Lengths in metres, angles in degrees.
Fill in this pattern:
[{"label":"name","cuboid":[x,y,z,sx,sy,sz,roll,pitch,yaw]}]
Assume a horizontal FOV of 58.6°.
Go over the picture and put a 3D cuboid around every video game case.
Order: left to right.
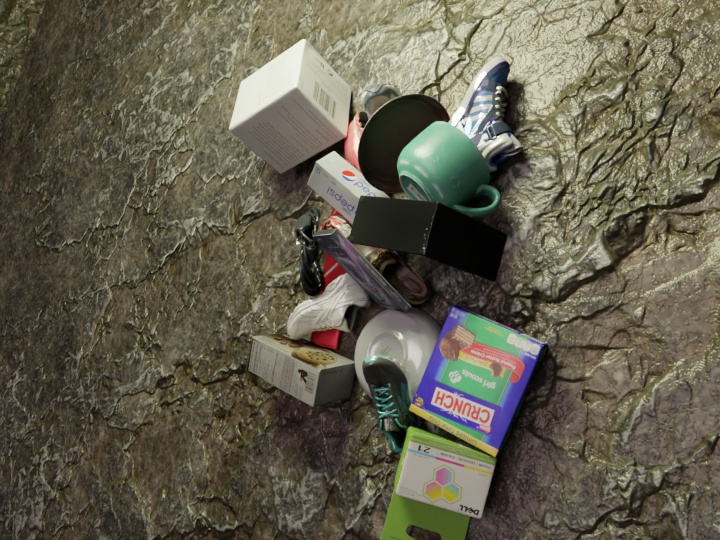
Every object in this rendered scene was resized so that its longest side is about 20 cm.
[{"label":"video game case","cuboid":[0.000,0.000,1.196,0.019,0.200,0.143,-46,14,-11]}]

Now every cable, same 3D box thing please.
[{"label":"cable","cuboid":[-0.100,-0.042,1.339,0.051,0.200,0.164,-7,114,1]}]

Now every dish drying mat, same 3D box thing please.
[{"label":"dish drying mat","cuboid":[-0.061,0.062,1.357,0.077,0.018,0.201,6,82,36]}]

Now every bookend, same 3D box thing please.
[{"label":"bookend","cuboid":[0.120,-0.059,1.165,0.200,0.198,0.092,13,87,48]}]

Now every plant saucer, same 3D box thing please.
[{"label":"plant saucer","cuboid":[0.081,-0.243,1.222,0.200,0.200,0.032,-51,40,15]}]

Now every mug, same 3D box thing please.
[{"label":"mug","cuboid":[0.149,-0.169,1.153,0.114,0.152,0.185,-41,39,-12]}]

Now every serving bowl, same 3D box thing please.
[{"label":"serving bowl","cuboid":[0.064,0.163,1.212,0.200,0.066,0.201,-9,75,34]}]

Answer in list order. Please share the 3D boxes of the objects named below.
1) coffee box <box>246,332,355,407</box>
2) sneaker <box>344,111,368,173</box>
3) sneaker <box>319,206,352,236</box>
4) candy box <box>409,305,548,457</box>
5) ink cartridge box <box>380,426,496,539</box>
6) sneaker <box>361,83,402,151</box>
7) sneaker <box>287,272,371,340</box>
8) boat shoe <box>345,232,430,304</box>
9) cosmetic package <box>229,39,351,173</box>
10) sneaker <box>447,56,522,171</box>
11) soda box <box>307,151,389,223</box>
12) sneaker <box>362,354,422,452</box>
[{"label":"coffee box","cuboid":[-0.122,0.196,1.303,0.200,0.113,0.080,19,103,38]},{"label":"sneaker","cuboid":[0.011,-0.233,1.357,0.087,0.074,0.201,-34,57,43]},{"label":"sneaker","cuboid":[-0.039,-0.109,1.322,0.067,0.108,0.202,-31,62,33]},{"label":"candy box","cuboid":[0.198,0.183,1.087,0.169,0.077,0.200,24,95,25]},{"label":"ink cartridge box","cuboid":[0.127,0.381,1.067,0.147,0.076,0.201,15,87,2]},{"label":"sneaker","cuboid":[0.057,-0.280,1.246,0.077,0.200,0.087,-15,64,10]},{"label":"sneaker","cuboid":[-0.064,0.093,1.300,0.200,0.078,0.100,-39,68,19]},{"label":"boat shoe","cuboid":[0.048,-0.010,1.213,0.200,0.072,0.072,40,86,9]},{"label":"cosmetic package","cuboid":[-0.150,-0.354,1.403,0.200,0.167,0.167,-22,47,31]},{"label":"sneaker","cuboid":[0.255,-0.277,1.179,0.146,0.081,0.200,38,99,28]},{"label":"soda box","cuboid":[-0.008,-0.144,1.279,0.200,0.063,0.068,41,138,10]},{"label":"sneaker","cuboid":[0.056,0.236,1.119,0.077,0.200,0.091,-16,29,22]}]
